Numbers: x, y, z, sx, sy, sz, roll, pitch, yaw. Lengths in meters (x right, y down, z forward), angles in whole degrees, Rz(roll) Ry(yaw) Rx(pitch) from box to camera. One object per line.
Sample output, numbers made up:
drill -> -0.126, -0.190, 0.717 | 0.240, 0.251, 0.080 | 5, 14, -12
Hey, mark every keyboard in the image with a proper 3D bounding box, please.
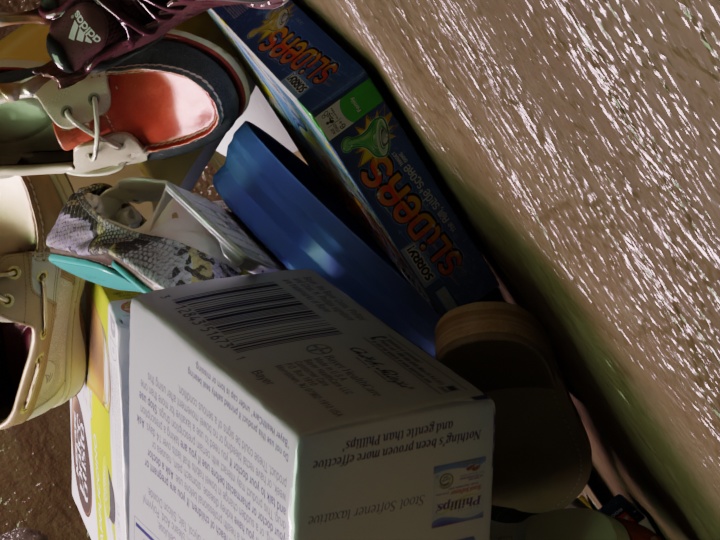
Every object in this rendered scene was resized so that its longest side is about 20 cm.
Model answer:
keyboard -> -0.053, -0.013, 1.295 | 0.056, 0.011, 0.200 | 49, -175, 14

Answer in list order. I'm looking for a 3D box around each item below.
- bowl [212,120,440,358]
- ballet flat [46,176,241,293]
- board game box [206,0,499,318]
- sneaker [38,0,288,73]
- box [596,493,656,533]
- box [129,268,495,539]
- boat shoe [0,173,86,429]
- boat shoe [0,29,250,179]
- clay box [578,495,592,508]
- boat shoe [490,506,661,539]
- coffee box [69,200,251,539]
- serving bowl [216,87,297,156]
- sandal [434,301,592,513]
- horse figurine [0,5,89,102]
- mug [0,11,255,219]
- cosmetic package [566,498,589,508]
bowl -> 0.000, 0.000, 1.333 | 0.200, 0.039, 0.201 | 42, -176, -3
ballet flat -> -0.108, -0.014, 1.324 | 0.200, 0.072, 0.072 | 21, 150, 57
board game box -> -0.010, -0.070, 1.232 | 0.136, 0.034, 0.200 | 56, 177, -29
sneaker -> -0.097, -0.130, 1.173 | 0.076, 0.115, 0.200 | 55, 177, -8
box -> 0.097, 0.232, 1.299 | 0.137, 0.199, 0.038 | 55, 175, -22
box -> -0.028, 0.126, 1.177 | 0.184, 0.104, 0.202 | 35, 128, 55
boat shoe -> -0.203, 0.008, 1.448 | 0.074, 0.066, 0.201 | 19, 130, 30
boat shoe -> -0.150, -0.083, 1.325 | 0.199, 0.063, 0.072 | -2, 120, 31
clay box -> 0.149, 0.251, 1.499 | 0.200, 0.115, 0.048 | 54, 177, 20
boat shoe -> 0.076, 0.149, 1.219 | 0.062, 0.072, 0.199 | 22, 161, -37
coffee box -> -0.071, 0.078, 1.538 | 0.198, 0.198, 0.201 | -130, 38, -64
serving bowl -> -0.119, -0.151, 1.711 | 0.201, 0.066, 0.200 | 55, 176, 6
sandal -> 0.073, 0.053, 1.230 | 0.212, 0.077, 0.070 | 74, -168, -60
horse figurine -> -0.159, -0.173, 1.313 | 0.201, 0.132, 0.050 | 61, -177, 33
mug -> -0.125, -0.112, 1.450 | 0.186, 0.153, 0.150 | -12, 120, 49
cosmetic package -> 0.068, 0.130, 1.415 | 0.200, 0.074, 0.102 | 43, -178, -13
